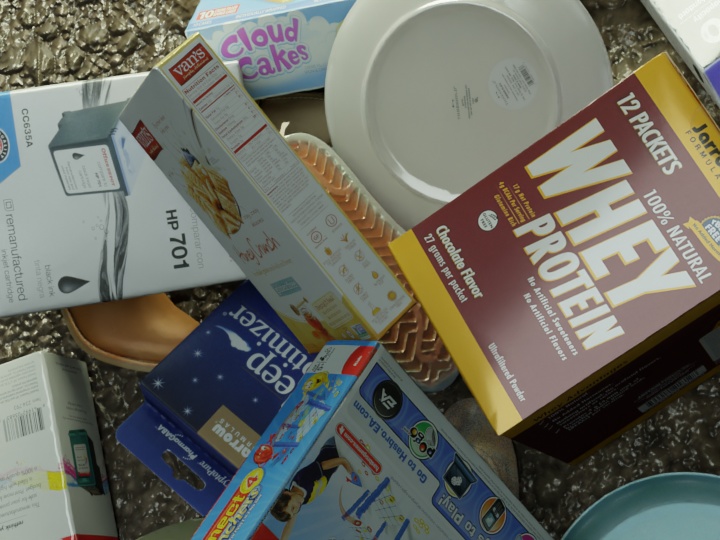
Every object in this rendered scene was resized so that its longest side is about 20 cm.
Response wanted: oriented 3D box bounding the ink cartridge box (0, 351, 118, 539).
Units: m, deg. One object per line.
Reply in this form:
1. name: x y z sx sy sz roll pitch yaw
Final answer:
1. ink cartridge box: -0.251 0.176 1.066 0.115 0.067 0.203 -19 72 16

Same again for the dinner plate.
1. dinner plate: 0.068 -0.110 0.942 0.197 0.024 0.203 4 104 14

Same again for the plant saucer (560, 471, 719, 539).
1. plant saucer: 0.209 0.231 0.903 0.197 0.027 0.203 -5 77 20

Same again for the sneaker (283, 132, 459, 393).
1. sneaker: 0.000 0.000 0.983 0.071 0.080 0.201 -32 82 -16

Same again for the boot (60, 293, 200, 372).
1. boot: -0.176 -0.024 1.049 0.198 0.076 0.157 27 112 24

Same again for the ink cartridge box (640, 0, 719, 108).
1. ink cartridge box: 0.287 -0.200 0.918 0.197 0.043 0.201 -35 47 13

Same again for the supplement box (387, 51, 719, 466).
1. supplement box: 0.155 0.005 0.878 0.196 0.200 0.134 -34 69 10

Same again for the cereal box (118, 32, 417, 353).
1. cereal box: -0.062 -0.039 0.865 0.039 0.144 0.201 -42 97 -17

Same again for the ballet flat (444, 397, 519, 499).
1. ballet flat: 0.068 0.183 0.945 0.067 0.067 0.203 -1 78 16

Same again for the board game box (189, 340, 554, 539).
1. board game box: 0.002 0.180 0.827 0.056 0.200 0.197 -1 47 54

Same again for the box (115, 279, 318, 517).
1. box: -0.066 0.074 0.994 0.121 0.033 0.200 35 67 23

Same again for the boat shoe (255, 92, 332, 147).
1. boat shoe: -0.101 -0.095 1.067 0.197 0.069 0.075 -12 75 19

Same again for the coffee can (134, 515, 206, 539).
1. coffee can: -0.083 0.276 0.896 0.144 0.146 0.203 -6 105 19

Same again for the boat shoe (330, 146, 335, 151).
1. boat shoe: 0.052 -0.063 1.002 0.197 0.072 0.074 -10 84 23

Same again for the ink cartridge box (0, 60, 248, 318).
1. ink cartridge box: -0.168 -0.056 0.968 0.197 0.086 0.149 -9 95 -4

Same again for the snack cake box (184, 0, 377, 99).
1. snack cake box: -0.014 -0.191 1.028 0.197 0.068 0.116 -8 39 18
